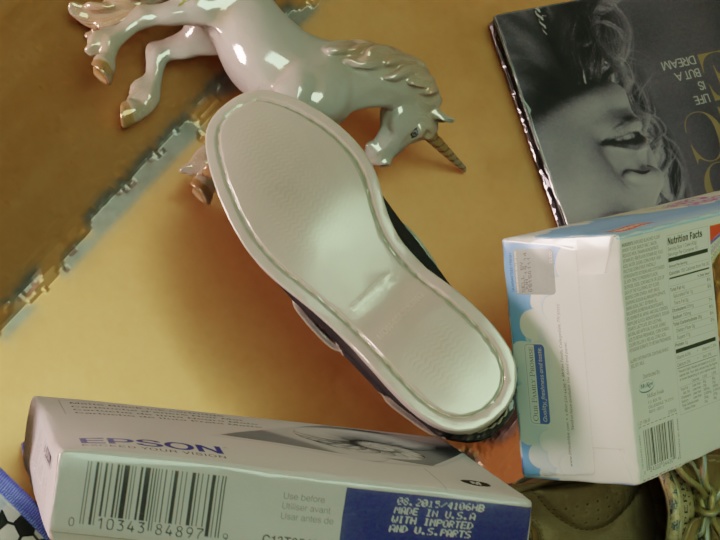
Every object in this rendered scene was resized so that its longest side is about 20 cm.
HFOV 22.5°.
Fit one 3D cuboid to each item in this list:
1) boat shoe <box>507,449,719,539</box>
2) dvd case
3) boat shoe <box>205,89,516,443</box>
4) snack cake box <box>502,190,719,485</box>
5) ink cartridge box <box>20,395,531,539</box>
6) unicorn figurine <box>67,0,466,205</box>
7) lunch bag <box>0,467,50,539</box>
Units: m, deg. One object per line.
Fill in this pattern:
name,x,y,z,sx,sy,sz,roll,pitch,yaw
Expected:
boat shoe,0.134,0.127,0.916,0.199,0.063,0.074,-9,75,-20
dvd case,0.169,-0.063,1.013,0.148,0.016,0.201,-13,78,-21
boat shoe,0.000,0.000,0.852,0.074,0.060,0.200,-42,75,-10
snack cake box,0.156,0.026,0.889,0.200,0.067,0.116,-12,98,-49
ink cartridge box,-0.047,0.089,0.800,0.199,0.200,0.041,8,92,-15
unicorn figurine,-0.046,-0.096,0.927,0.137,0.074,0.200,-40,90,-19
lunch bag,-0.208,0.155,0.773,0.200,0.124,0.170,46,67,-7
